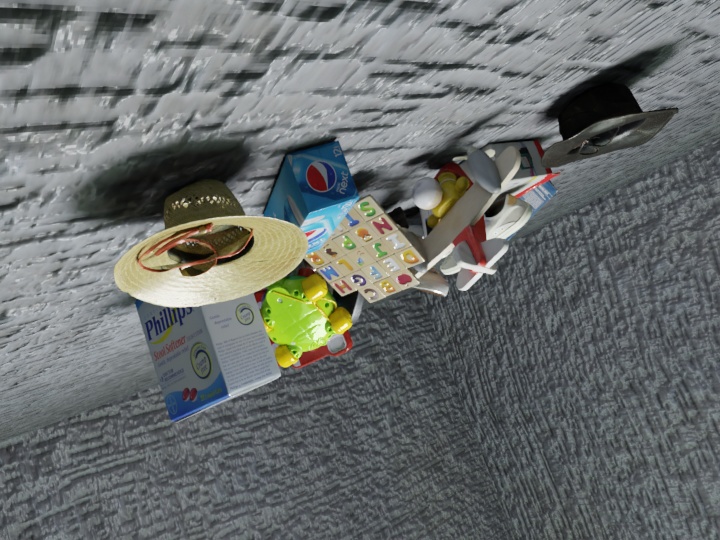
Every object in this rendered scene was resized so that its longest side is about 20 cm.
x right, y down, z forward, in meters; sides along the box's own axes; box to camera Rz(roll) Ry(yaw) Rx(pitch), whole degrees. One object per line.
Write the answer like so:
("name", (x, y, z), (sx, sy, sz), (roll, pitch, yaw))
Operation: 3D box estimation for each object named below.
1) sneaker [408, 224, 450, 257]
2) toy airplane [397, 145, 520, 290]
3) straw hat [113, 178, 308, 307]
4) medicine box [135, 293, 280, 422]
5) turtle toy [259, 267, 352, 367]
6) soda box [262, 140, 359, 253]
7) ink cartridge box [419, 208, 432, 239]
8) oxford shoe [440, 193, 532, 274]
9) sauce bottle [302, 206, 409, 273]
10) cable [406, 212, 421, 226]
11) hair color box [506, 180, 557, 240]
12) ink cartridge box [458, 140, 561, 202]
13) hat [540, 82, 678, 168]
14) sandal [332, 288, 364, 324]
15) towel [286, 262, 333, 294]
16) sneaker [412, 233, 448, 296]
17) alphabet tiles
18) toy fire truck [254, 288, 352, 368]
("sneaker", (0.086, -0.054, 1.162), (0.193, 0.075, 0.071), (-7, -158, -9))
("toy airplane", (0.131, -0.077, 0.862), (0.139, 0.205, 0.198), (27, 173, -21))
("straw hat", (-0.153, -0.043, 0.607), (0.195, 0.087, 0.202), (-18, 160, -7))
("medicine box", (-0.239, 0.103, 0.923), (0.180, 0.205, 0.102), (-28, 170, 41))
("turtle toy", (-0.110, 0.048, 0.967), (0.143, 0.202, 0.102), (-30, -151, 10))
("soda box", (-0.065, -0.074, 0.715), (0.063, 0.070, 0.200), (-19, 172, -20))
("ink cartridge box", (0.167, -0.099, 1.116), (0.038, 0.103, 0.198), (-10, -178, 29))
("oxford shoe", (0.206, -0.065, 1.040), (0.199, 0.057, 0.076), (-41, -165, 36))
("sauce bottle", (-0.011, -0.054, 1.057), (0.196, 0.066, 0.065), (-26, 173, 1))
("cable", (0.135, -0.079, 1.300), (0.196, 0.071, 0.199), (-18, 171, -34))
("hair color box", (0.298, -0.116, 1.211), (0.200, 0.060, 0.100), (-47, -175, 21))
("ink cartridge box", (0.244, -0.163, 1.029), (0.197, 0.069, 0.115), (-15, 169, -44))
("hat", (0.354, -0.225, 0.889), (0.194, 0.083, 0.201), (-14, 169, -3))
("sandal", (0.000, 0.000, 0.990), (0.042, 0.206, 0.076), (4, -162, -35))
("towel", (-0.070, 0.005, 1.090), (0.195, 0.154, 0.024), (-22, 131, 1))
("sneaker", (0.088, -0.016, 1.001), (0.071, 0.087, 0.199), (17, -174, -27))
("alphabet tiles", (-0.008, -0.029, 0.864), (0.164, 0.200, 0.006), (-23, -145, 35))
("toy fire truck", (-0.114, 0.084, 1.174), (0.165, 0.205, 0.112), (-24, 174, 23))
